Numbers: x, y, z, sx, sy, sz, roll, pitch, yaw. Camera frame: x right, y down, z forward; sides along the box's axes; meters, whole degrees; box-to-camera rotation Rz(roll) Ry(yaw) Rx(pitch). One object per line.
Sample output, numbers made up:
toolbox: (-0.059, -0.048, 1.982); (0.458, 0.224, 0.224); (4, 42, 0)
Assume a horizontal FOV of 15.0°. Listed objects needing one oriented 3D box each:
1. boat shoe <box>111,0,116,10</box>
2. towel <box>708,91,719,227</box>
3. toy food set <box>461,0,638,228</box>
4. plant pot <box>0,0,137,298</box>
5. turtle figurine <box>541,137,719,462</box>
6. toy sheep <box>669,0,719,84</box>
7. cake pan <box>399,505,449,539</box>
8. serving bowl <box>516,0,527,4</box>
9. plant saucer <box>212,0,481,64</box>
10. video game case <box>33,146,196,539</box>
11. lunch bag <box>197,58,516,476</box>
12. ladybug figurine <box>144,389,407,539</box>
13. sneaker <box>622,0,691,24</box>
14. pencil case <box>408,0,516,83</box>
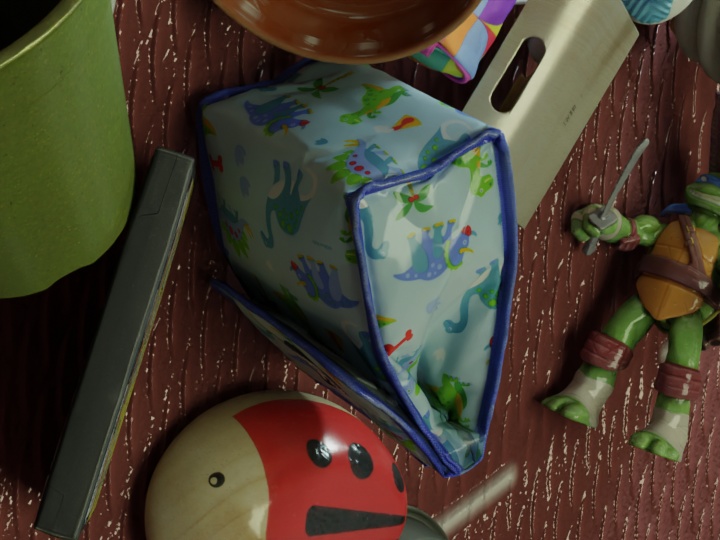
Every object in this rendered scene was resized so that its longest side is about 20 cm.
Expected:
boat shoe: (-0.150, -0.167, 1.403); (0.073, 0.065, 0.201); (-25, 120, -43)
towel: (0.286, -0.020, 1.875); (0.023, 0.144, 0.201); (-24, 136, -20)
toy food set: (0.101, -0.108, 1.658); (0.144, 0.060, 0.200); (-59, 167, 2)
plant pot: (-0.187, -0.091, 1.315); (0.200, 0.199, 0.190); (-51, 147, -25)
turtle figurine: (0.201, 0.019, 1.818); (0.143, 0.200, 0.195); (22, 89, -16)
toy sheep: (0.283, -0.169, 1.801); (0.138, 0.199, 0.139); (-30, 131, -42)
cake pan: (0.013, 0.251, 1.754); (0.200, 0.037, 0.201); (-20, 117, -45)
serving bowl: (0.093, -0.264, 1.639); (0.199, 0.066, 0.201); (-17, 121, -30)
plant saucer: (-0.013, -0.207, 1.457); (0.032, 0.199, 0.201); (-57, 143, -55)
video game case: (-0.127, 0.038, 1.444); (0.181, 0.025, 0.201); (163, -56, -87)
lunch bag: (0.000, 0.000, 1.539); (0.127, 0.170, 0.201); (-25, 125, -24)
ladybug figurine: (-0.039, 0.141, 1.623); (0.199, 0.072, 0.137); (-1, 97, -47)
sneaker: (0.200, -0.218, 1.739); (0.201, 0.076, 0.081); (-76, 153, -43)
pencil case: (0.081, -0.206, 1.557); (0.088, 0.088, 0.201); (32, 90, -49)
